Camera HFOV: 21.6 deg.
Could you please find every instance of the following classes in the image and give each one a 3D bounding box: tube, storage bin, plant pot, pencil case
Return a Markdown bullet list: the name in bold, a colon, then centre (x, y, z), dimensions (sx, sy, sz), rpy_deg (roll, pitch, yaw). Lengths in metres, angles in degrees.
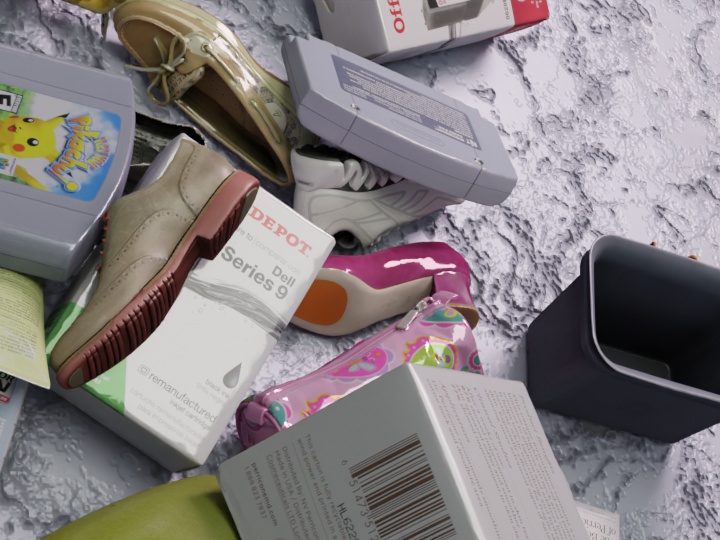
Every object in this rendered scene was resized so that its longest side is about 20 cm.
- **tube**: centre (-0.248, 0.020, 1.305), dimensions (0.058, 0.052, 0.200), rpy_deg (-16, 27, 0)
- **storage bin**: centre (0.238, 0.063, 1.595), dimensions (0.199, 0.134, 0.147), rpy_deg (17, 58, -25)
- **plant pot**: centre (-0.141, 0.226, 1.263), dimensions (0.187, 0.187, 0.200), rpy_deg (47, 36, -1)
- **pencil case**: centre (0.002, 0.091, 1.446), dimensions (0.199, 0.087, 0.088), rpy_deg (-29, 82, -26)

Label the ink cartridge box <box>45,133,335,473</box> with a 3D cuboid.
- **ink cartridge box**: centre (-0.133, 0.023, 1.383), dimensions (0.145, 0.084, 0.201), rpy_deg (34, 71, -11)

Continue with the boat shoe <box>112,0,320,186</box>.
- **boat shoe**: centre (-0.119, -0.148, 1.526), dimensions (0.199, 0.073, 0.063), rpy_deg (35, 49, -13)

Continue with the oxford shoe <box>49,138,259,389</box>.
- **oxford shoe**: centre (-0.156, -0.005, 1.307), dimensions (0.075, 0.071, 0.200), rpy_deg (37, 67, 8)

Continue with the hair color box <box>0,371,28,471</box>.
- **hair color box**: centre (-0.283, 0.159, 1.242), dimensions (0.060, 0.099, 0.201), rpy_deg (24, 55, -16)

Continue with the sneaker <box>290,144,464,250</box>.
- **sneaker**: centre (0.014, -0.060, 1.572), dimensions (0.199, 0.075, 0.082), rpy_deg (-2, 105, -45)

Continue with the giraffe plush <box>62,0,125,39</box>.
- **giraffe plush**: centre (-0.276, -0.275, 1.468), dimensions (0.161, 0.172, 0.202), rpy_deg (-6, 103, -23)

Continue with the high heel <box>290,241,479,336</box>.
- **high heel**: centre (0.000, 0.000, 1.539), dimensions (0.198, 0.068, 0.096), rpy_deg (3, 38, -18)

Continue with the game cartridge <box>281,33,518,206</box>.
- **game cartridge**: centre (0.031, -0.121, 1.546), dimensions (0.199, 0.042, 0.134), rpy_deg (22, 30, -22)

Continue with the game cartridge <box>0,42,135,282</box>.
- **game cartridge**: centre (-0.232, -0.082, 1.355), dimensions (0.132, 0.041, 0.201), rpy_deg (17, 45, -7)

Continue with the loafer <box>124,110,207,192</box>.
- **loafer**: centre (-0.205, -0.109, 1.453), dimensions (0.198, 0.070, 0.076), rpy_deg (11, 60, -27)

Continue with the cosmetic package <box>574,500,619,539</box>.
- **cosmetic package**: centre (0.112, 0.210, 1.492), dimensions (0.199, 0.051, 0.083), rpy_deg (19, 57, -22)

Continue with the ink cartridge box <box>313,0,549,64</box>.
- **ink cartridge box**: centre (0.057, -0.268, 1.669), dimensions (0.199, 0.083, 0.148), rpy_deg (-18, 95, -37)

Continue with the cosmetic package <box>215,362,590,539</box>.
- **cosmetic package**: centre (0.040, 0.178, 1.294), dimensions (0.200, 0.166, 0.168), rpy_deg (16, 48, -61)
